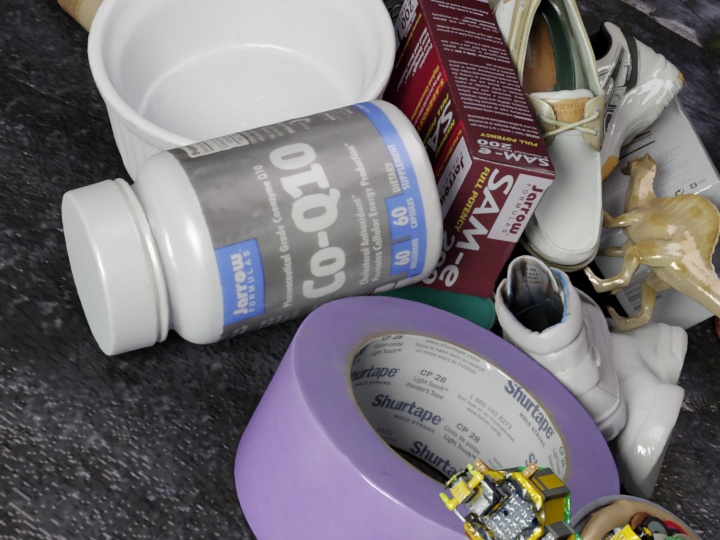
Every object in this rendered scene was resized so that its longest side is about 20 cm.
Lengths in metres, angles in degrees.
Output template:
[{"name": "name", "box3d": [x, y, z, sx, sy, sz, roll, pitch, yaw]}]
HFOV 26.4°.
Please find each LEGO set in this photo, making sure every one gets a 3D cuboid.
[{"name": "LEGO set", "box3d": [0.037, 0.178, 0.637, 0.154, 0.200, 0.116, 56, 20, 18]}]

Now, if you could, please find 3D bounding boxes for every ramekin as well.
[{"name": "ramekin", "box3d": [-0.077, -0.121, 1.032, 0.200, 0.098, 0.201, 1, 52, -1]}]

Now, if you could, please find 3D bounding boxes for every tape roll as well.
[{"name": "tape roll", "box3d": [0.037, 0.109, 0.850, 0.199, 0.085, 0.200, 21, 29, -12]}]

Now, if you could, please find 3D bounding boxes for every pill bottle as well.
[{"name": "pill bottle", "box3d": [-0.063, -0.023, 0.887, 0.199, 0.114, 0.114, -16, 47, -20]}]

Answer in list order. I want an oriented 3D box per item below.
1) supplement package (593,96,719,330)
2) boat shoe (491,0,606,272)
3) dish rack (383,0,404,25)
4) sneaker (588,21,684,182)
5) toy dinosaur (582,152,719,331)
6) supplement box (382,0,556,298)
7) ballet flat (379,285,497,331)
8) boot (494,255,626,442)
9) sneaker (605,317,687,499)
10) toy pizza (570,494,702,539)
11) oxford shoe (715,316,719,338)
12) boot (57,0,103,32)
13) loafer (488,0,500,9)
[{"name": "supplement package", "box3d": [0.231, -0.057, 1.214, 0.114, 0.109, 0.200, 54, 15, -30]}, {"name": "boat shoe", "box3d": [0.126, -0.101, 1.030, 0.074, 0.068, 0.201, -7, 76, -17]}, {"name": "dish rack", "box3d": [0.030, -0.164, 1.237, 0.153, 0.055, 0.200, -29, 55, -16]}, {"name": "sneaker", "box3d": [0.154, -0.104, 1.138, 0.088, 0.076, 0.200, 42, 59, -2]}, {"name": "toy dinosaur", "box3d": [0.207, -0.007, 1.052, 0.058, 0.101, 0.200, 49, 11, -54]}, {"name": "supplement box", "box3d": [0.060, -0.090, 1.019, 0.061, 0.109, 0.200, 9, 39, -20]}, {"name": "ballet flat", "box3d": [0.000, 0.000, 1.022, 0.199, 0.069, 0.071, 18, 12, -27]}, {"name": "boot", "box3d": [0.124, 0.027, 1.002, 0.073, 0.096, 0.200, -21, 24, 3]}, {"name": "sneaker", "box3d": [0.169, 0.085, 1.032, 0.088, 0.076, 0.200, 18, 22, 5]}, {"name": "toy pizza", "box3d": [0.162, 0.207, 0.769, 0.200, 0.032, 0.201, 26, 50, -35]}, {"name": "oxford shoe", "box3d": [0.333, 0.021, 1.260, 0.074, 0.071, 0.200, 24, 30, -14]}, {"name": "boot", "box3d": [-0.160, -0.243, 1.243, 0.199, 0.072, 0.167, 0, 43, -34]}, {"name": "loafer", "box3d": [0.095, -0.143, 1.129, 0.069, 0.075, 0.201, 15, 54, -3]}]
